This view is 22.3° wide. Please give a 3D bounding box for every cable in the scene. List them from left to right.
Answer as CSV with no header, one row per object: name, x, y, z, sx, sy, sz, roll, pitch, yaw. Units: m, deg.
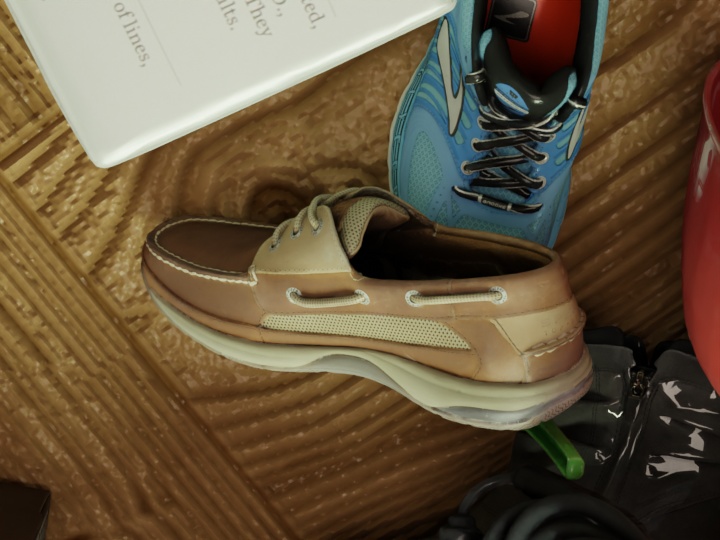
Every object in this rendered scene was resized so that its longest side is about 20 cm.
cable,0.066,0.159,0.660,0.051,0.200,0.163,16,92,-22

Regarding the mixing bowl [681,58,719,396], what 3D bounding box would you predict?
mixing bowl,0.201,0.013,0.697,0.200,0.200,0.108,19,125,-5

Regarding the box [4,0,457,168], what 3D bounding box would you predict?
box,-0.063,-0.168,0.628,0.131,0.199,0.200,-23,106,8

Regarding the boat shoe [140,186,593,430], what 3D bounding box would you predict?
boat shoe,0.000,0.000,0.719,0.200,0.076,0.072,12,122,27

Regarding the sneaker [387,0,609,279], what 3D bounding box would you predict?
sneaker,0.053,-0.068,0.714,0.078,0.090,0.200,7,112,0

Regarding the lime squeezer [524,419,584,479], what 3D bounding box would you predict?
lime squeezer,0.029,0.039,0.748,0.200,0.071,0.038,20,96,39

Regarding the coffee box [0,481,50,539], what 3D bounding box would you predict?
coffee box,-0.211,0.192,0.813,0.114,0.080,0.200,10,108,-2

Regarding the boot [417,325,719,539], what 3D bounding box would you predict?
boot,0.072,0.089,0.785,0.200,0.070,0.132,-2,92,12
